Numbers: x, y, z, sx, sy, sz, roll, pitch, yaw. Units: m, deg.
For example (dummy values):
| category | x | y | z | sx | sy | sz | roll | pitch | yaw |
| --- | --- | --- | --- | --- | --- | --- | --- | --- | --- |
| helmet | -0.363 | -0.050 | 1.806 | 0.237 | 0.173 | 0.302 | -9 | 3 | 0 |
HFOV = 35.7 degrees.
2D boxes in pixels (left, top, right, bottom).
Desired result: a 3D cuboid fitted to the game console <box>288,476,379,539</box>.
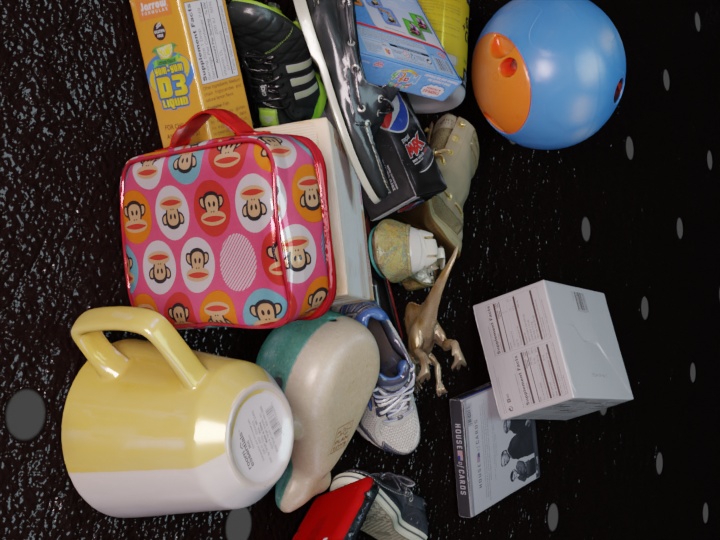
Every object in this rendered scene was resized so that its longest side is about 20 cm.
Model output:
| category | x | y | z | sx | sy | sz | roll | pitch | yaw |
| --- | --- | --- | --- | --- | --- | --- | --- | --- | --- |
| game console | -0.034 | 0.325 | 1.083 | 0.119 | 0.172 | 0.201 | 42 | 51 | -12 |

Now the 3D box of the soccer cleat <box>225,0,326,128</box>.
| category | x | y | z | sx | sy | sz | roll | pitch | yaw |
| --- | --- | --- | --- | --- | --- | --- | --- | --- | --- |
| soccer cleat | -0.079 | -0.183 | 1.064 | 0.200 | 0.067 | 0.082 | 54 | 51 | -64 |

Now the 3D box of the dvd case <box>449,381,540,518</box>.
| category | x | y | z | sx | sy | sz | roll | pitch | yaw |
| --- | --- | --- | --- | --- | --- | --- | --- | --- | --- |
| dvd case | 0.180 | 0.224 | 1.476 | 0.199 | 0.024 | 0.152 | -11 | 97 | -55 |

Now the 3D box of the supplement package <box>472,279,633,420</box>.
| category | x | y | z | sx | sy | sz | roll | pitch | yaw |
| --- | --- | --- | --- | --- | --- | --- | --- | --- | --- |
| supplement package | 0.259 | 0.110 | 1.492 | 0.199 | 0.110 | 0.158 | 11 | 62 | -55 |

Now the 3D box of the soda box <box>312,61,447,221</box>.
| category | x | y | z | sx | sy | sz | roll | pitch | yaw |
| --- | --- | --- | --- | --- | --- | --- | --- | --- | --- |
| soda box | 0.013 | -0.159 | 1.168 | 0.063 | 0.070 | 0.202 | -17 | 82 | -52 |

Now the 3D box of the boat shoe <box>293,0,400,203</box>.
| category | x | y | z | sx | sy | sz | roll | pitch | yaw |
| --- | --- | --- | --- | --- | --- | --- | --- | --- | --- |
| boat shoe | 0.001 | -0.163 | 1.011 | 0.075 | 0.065 | 0.202 | -65 | 135 | -85 |

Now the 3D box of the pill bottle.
| category | x | y | z | sx | sy | sz | roll | pitch | yaw |
| --- | --- | --- | --- | --- | --- | --- | --- | --- | --- |
| pill bottle | 0.069 | -0.289 | 1.275 | 0.112 | 0.111 | 0.203 | 15 | 76 | -54 |

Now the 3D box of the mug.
| category | x | y | z | sx | sy | sz | roll | pitch | yaw |
| --- | --- | --- | --- | --- | --- | --- | --- | --- | --- |
| mug | -0.147 | 0.125 | 0.899 | 0.186 | 0.152 | 0.151 | 30 | 65 | -50 |

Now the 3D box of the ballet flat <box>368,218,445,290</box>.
| category | x | y | z | sx | sy | sz | roll | pitch | yaw |
| --- | --- | --- | --- | --- | --- | --- | --- | --- | --- |
| ballet flat | 0.058 | -0.017 | 1.223 | 0.200 | 0.070 | 0.072 | 36 | 56 | -75 |

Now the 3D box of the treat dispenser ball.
| category | x | y | z | sx | sy | sz | roll | pitch | yaw |
| --- | --- | --- | --- | --- | --- | --- | --- | --- | --- |
| treat dispenser ball | 0.241 | -0.258 | 1.445 | 0.200 | 0.199 | 0.204 | 6 | 83 | -55 |

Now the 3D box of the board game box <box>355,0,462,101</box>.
| category | x | y | z | sx | sy | sz | roll | pitch | yaw |
| --- | --- | --- | --- | --- | --- | --- | --- | --- | --- |
| board game box | 0.006 | -0.270 | 1.143 | 0.150 | 0.037 | 0.202 | 5 | 52 | -44 |

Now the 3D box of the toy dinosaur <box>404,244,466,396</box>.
| category | x | y | z | sx | sy | sz | roll | pitch | yaw |
| --- | --- | --- | --- | --- | --- | --- | --- | --- | --- |
| toy dinosaur | 0.072 | 0.072 | 1.230 | 0.058 | 0.201 | 0.102 | -7 | 51 | -22 |

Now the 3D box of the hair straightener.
| category | x | y | z | sx | sy | sz | roll | pitch | yaw |
| --- | --- | --- | --- | --- | --- | --- | --- | --- | --- |
| hair straightener | 0.000 | 0.000 | 1.213 | 0.077 | 0.041 | 0.202 | -33 | 120 | -51 |

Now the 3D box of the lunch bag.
| category | x | y | z | sx | sy | sz | roll | pitch | yaw |
| --- | --- | --- | --- | --- | --- | --- | --- | --- | --- |
| lunch bag | -0.115 | -0.042 | 0.918 | 0.082 | 0.198 | 0.179 | -13 | 100 | -49 |

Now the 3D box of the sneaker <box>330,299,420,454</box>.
| category | x | y | z | sx | sy | sz | roll | pitch | yaw |
| --- | --- | --- | --- | --- | --- | --- | --- | --- | --- |
| sneaker | 0.021 | 0.117 | 1.183 | 0.077 | 0.085 | 0.202 | -29 | 112 | -17 |

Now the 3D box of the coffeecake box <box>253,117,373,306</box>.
| category | x | y | z | sx | sy | sz | roll | pitch | yaw |
| --- | --- | --- | --- | --- | --- | --- | --- | --- | --- |
| coffeecake box | -0.041 | -0.045 | 1.051 | 0.200 | 0.072 | 0.156 | 23 | 60 | -82 |

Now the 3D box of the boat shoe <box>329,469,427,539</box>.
| category | x | y | z | sx | sy | sz | roll | pitch | yaw |
| --- | --- | --- | --- | --- | --- | --- | --- | --- | --- |
| boat shoe | 0.023 | 0.246 | 1.204 | 0.200 | 0.074 | 0.063 | 49 | 47 | -53 |

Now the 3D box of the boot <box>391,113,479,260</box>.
| category | x | y | z | sx | sy | sz | roll | pitch | yaw |
| --- | --- | --- | --- | --- | --- | --- | --- | --- | --- |
| boot | 0.079 | -0.125 | 1.311 | 0.200 | 0.072 | 0.157 | 46 | 52 | -46 |

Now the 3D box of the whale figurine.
| category | x | y | z | sx | sy | sz | roll | pitch | yaw |
| --- | --- | --- | --- | --- | --- | --- | --- | --- | --- |
| whale figurine | -0.056 | 0.133 | 1.101 | 0.159 | 0.103 | 0.202 | -23 | 131 | -54 |

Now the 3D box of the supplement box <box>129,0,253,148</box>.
| category | x | y | z | sx | sy | sz | roll | pitch | yaw |
| --- | --- | --- | --- | --- | --- | --- | --- | --- | --- |
| supplement box | -0.143 | -0.151 | 0.999 | 0.069 | 0.066 | 0.203 | -24 | 107 | -51 |
